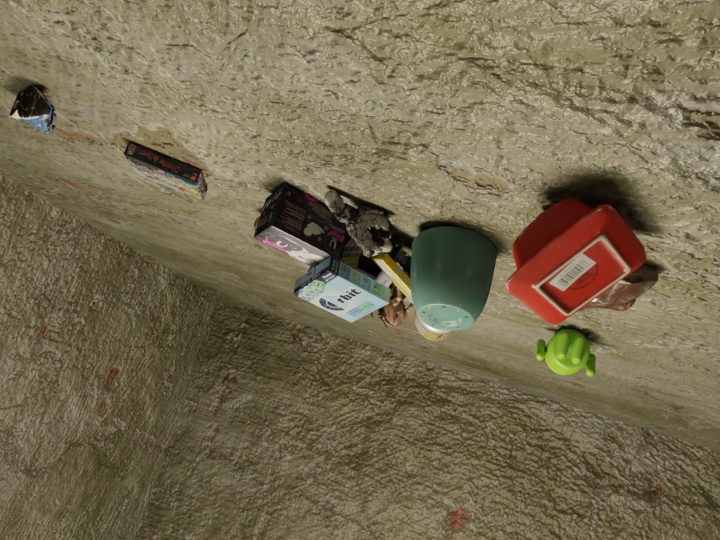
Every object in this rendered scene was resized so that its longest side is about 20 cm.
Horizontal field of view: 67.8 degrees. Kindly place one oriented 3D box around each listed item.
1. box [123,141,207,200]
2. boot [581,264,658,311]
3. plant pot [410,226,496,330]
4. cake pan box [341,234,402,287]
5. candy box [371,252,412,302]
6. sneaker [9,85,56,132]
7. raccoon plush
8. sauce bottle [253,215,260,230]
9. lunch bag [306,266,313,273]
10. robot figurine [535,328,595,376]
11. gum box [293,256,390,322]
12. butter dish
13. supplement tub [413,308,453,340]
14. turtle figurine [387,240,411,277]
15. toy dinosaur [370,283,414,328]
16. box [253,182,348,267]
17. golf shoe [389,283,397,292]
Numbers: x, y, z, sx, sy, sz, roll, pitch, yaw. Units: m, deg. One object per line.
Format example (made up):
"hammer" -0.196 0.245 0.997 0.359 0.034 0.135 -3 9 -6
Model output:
"box" -0.509 -0.260 1.418 0.193 0.039 0.137 22 166 -5
"boot" 0.481 0.031 1.084 0.179 0.067 0.200 1 164 15
"plant pot" 0.197 0.031 1.179 0.192 0.166 0.203 10 153 5
"cake pan box" 0.000 0.000 1.437 0.180 0.201 0.053 26 -151 -27
"candy box" 0.111 0.035 1.329 0.200 0.026 0.102 47 170 -13
"sneaker" -0.761 -0.380 1.274 0.196 0.081 0.088 18 176 46
"raccoon plush" 0.001 -0.114 1.244 0.202 0.096 0.134 52 176 -5
"sauce bottle" -0.230 -0.132 1.463 0.063 0.067 0.197 26 163 -28
"lunch bag" -0.064 0.047 1.678 0.167 0.131 0.199 26 -178 -31
"robot figurine" 0.608 0.242 1.580 0.169 0.120 0.201 13 165 15
"gum box" -0.047 0.054 1.371 0.196 0.046 0.168 27 144 -28
"butter dish" 0.335 -0.039 0.891 0.199 0.151 0.197 -40 133 23
"supplement tub" 0.232 0.130 1.620 0.139 0.150 0.201 17 166 8
"turtle figurine" 0.159 -0.001 1.356 0.196 0.103 0.149 31 161 -16
"toy dinosaur" 0.090 0.110 1.461 0.084 0.138 0.201 29 -166 -18
"box" -0.143 -0.100 1.317 0.196 0.119 0.131 27 157 -25
"golf shoe" 0.049 0.017 1.594 0.199 0.088 0.078 43 140 6
